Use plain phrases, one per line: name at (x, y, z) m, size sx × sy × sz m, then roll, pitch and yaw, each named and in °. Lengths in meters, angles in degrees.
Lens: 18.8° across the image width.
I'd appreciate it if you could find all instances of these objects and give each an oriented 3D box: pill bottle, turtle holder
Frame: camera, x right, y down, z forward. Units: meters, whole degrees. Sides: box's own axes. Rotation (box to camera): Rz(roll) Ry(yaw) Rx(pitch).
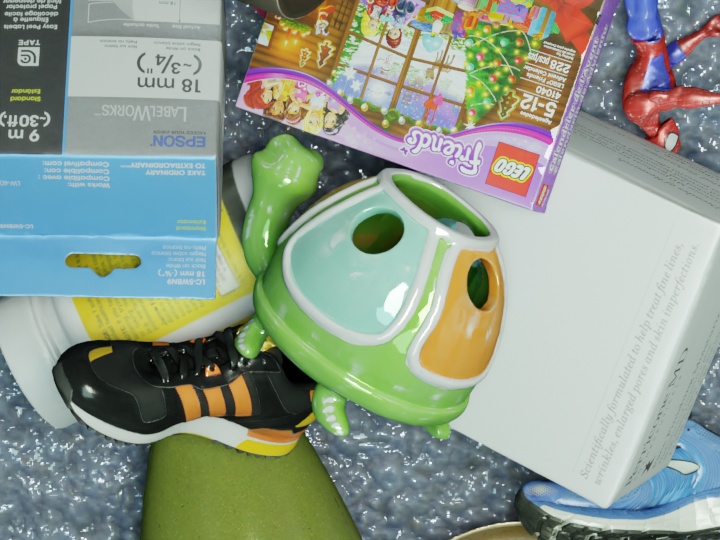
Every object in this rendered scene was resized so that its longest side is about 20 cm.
pill bottle at (-0.130, 0.017, 1.414) m, size 0.200 × 0.114 × 0.114 m, roll -27°, pitch 108°, yaw 7°
turtle holder at (0.010, 0.004, 1.293) m, size 0.141 × 0.186 × 0.132 m, roll 17°, pitch 114°, yaw -29°

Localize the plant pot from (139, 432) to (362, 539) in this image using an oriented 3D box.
plant pot at (-0.073, 0.196, 1.460) m, size 0.187 × 0.187 × 0.200 m, roll -11°, pitch 94°, yaw 2°

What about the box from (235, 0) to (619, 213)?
box at (0.039, -0.130, 1.301) m, size 0.200 × 0.039 × 0.137 m, roll 20°, pitch 94°, yaw 18°

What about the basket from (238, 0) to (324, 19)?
basket at (-0.099, -0.239, 1.268) m, size 0.200 × 0.136 × 0.180 m, roll 30°, pitch 139°, yaw 16°

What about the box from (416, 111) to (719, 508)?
box at (0.127, 0.011, 1.374) m, size 0.200 × 0.131 × 0.199 m, roll 27°, pitch 109°, yaw 21°

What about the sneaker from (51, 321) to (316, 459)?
sneaker at (-0.095, 0.059, 1.337) m, size 0.200 × 0.070 × 0.090 m, roll 13°, pitch 127°, yaw -44°

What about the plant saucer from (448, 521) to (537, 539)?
plant saucer at (0.110, 0.263, 1.551) m, size 0.200 × 0.035 × 0.201 m, roll -1°, pitch 110°, yaw -2°

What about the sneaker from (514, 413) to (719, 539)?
sneaker at (0.199, 0.143, 1.492) m, size 0.200 × 0.079 × 0.089 m, roll -4°, pitch 72°, yaw -17°

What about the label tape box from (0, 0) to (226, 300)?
label tape box at (-0.156, -0.087, 1.342) m, size 0.144 × 0.063 × 0.200 m, roll 1°, pitch 66°, yaw -3°

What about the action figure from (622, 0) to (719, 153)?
action figure at (0.206, -0.167, 1.386) m, size 0.099 × 0.065 × 0.200 m, roll -3°, pitch 110°, yaw 12°

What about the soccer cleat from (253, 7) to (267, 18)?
soccer cleat at (0.027, -0.187, 1.380) m, size 0.200 × 0.086 × 0.070 m, roll 5°, pitch 136°, yaw 18°
